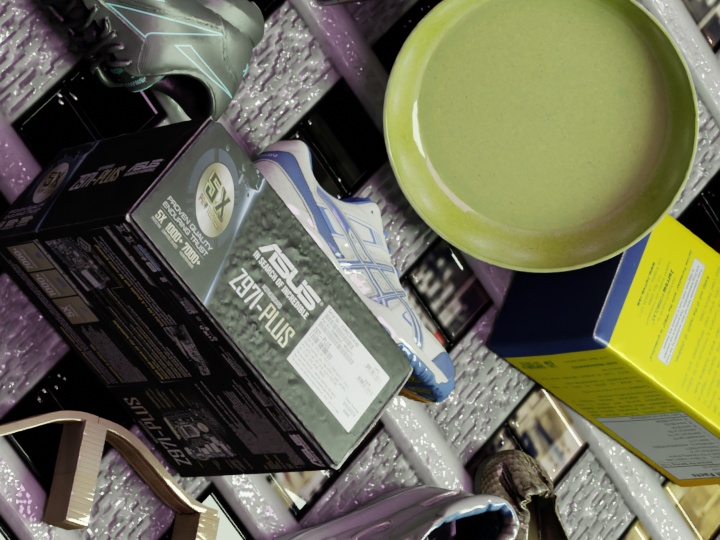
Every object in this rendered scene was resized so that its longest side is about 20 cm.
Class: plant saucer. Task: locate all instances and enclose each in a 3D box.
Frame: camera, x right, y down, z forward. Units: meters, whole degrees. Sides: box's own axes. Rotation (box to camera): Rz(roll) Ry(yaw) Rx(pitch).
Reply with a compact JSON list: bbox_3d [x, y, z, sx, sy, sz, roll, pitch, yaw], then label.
[{"bbox_3d":[0.115,-0.098,1.819,0.200,0.200,0.031,62,16,-15],"label":"plant saucer"}]

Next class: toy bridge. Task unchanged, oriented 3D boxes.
[{"bbox_3d":[-0.167,0.118,1.677,0.200,0.027,0.067,23,69,-34],"label":"toy bridge"}]

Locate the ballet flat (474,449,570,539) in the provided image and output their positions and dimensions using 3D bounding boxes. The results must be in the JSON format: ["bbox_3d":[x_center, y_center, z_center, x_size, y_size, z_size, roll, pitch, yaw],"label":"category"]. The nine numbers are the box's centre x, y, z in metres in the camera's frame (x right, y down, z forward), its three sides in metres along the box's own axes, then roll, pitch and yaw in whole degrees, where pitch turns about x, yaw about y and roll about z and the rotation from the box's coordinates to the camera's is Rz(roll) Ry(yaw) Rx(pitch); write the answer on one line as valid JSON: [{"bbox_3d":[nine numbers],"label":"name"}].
[{"bbox_3d":[0.127,0.212,1.881,0.067,0.046,0.201,-22,98,-36],"label":"ballet flat"}]

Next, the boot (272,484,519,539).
[{"bbox_3d":[0.005,0.184,1.759,0.200,0.095,0.074,-30,103,-36],"label":"boot"}]

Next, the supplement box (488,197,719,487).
[{"bbox_3d":[0.203,0.051,1.918,0.200,0.109,0.110,36,65,-30],"label":"supplement box"}]

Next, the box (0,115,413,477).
[{"bbox_3d":[-0.094,0.020,1.658,0.200,0.164,0.086,51,58,-21],"label":"box"}]

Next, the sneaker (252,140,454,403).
[{"bbox_3d":[0.000,0.000,1.789,0.200,0.075,0.088,45,60,-26],"label":"sneaker"}]

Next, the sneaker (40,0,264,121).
[{"bbox_3d":[-0.142,-0.155,1.697,0.200,0.075,0.079,26,72,-32],"label":"sneaker"}]

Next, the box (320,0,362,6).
[{"bbox_3d":[0.067,-0.284,1.814,0.166,0.164,0.201,-11,92,-38],"label":"box"}]
